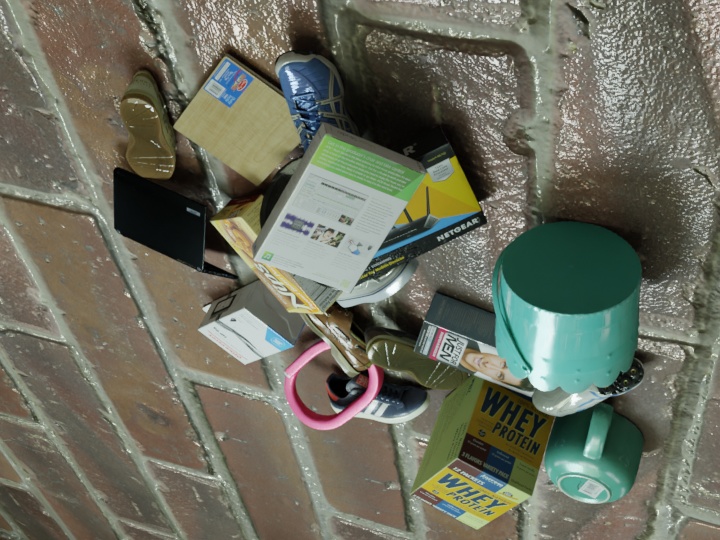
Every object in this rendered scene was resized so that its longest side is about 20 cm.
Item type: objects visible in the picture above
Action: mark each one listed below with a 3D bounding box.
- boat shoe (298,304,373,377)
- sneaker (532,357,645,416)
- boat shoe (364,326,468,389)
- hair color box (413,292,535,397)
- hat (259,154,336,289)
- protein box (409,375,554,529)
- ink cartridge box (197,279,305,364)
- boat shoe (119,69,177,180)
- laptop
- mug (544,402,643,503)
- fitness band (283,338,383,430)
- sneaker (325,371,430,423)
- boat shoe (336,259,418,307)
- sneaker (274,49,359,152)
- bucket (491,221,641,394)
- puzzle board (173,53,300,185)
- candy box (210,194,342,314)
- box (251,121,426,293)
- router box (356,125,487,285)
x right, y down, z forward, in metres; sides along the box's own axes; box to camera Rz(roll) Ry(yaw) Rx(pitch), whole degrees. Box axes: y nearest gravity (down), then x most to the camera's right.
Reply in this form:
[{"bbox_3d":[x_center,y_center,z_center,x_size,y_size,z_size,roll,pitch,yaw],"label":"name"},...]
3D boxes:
[{"bbox_3d":[-0.041,0.082,1.772,0.068,0.072,0.200,-32,112,16],"label":"boat shoe"},{"bbox_3d":[0.356,0.174,1.652,0.072,0.072,0.200,7,156,-42],"label":"sneaker"},{"bbox_3d":[0.091,0.137,1.758,0.201,0.066,0.072,22,121,-30],"label":"boat shoe"},{"bbox_3d":[0.192,0.116,1.668,0.200,0.061,0.099,20,146,5],"label":"hair color box"},{"bbox_3d":[-0.037,-0.075,1.518,0.200,0.201,0.081,22,-170,4],"label":"hat"},{"bbox_3d":[0.205,0.288,1.770,0.135,0.199,0.200,28,146,-6],"label":"protein box"},{"bbox_3d":[-0.201,0.098,1.883,0.116,0.068,0.200,40,144,-21],"label":"ink cartridge box"},{"bbox_3d":[-0.302,-0.203,1.550,0.073,0.063,0.200,7,149,-2],"label":"boat shoe"},{"bbox_3d":[-0.290,-0.071,1.703,0.177,0.103,0.200,24,-178,20],"label":"laptop"},{"bbox_3d":[0.373,0.303,1.761,0.152,0.114,0.185,-9,134,40],"label":"mug"},{"bbox_3d":[-0.050,0.195,1.873,0.200,0.037,0.144,-41,90,28],"label":"fitness band"},{"bbox_3d":[0.024,0.216,1.903,0.200,0.075,0.085,-4,128,28],"label":"sneaker"},{"bbox_3d":[0.002,-0.003,1.622,0.086,0.075,0.202,42,152,-19],"label":"boat shoe"},{"bbox_3d":[-0.049,-0.196,1.361,0.076,0.077,0.200,-14,137,19],"label":"sneaker"},{"bbox_3d":[0.270,0.042,1.397,0.207,0.207,0.135,12,135,19],"label":"bucket"},{"bbox_3d":[-0.160,-0.206,1.487,0.151,0.017,0.200,35,145,-13],"label":"puzzle board"},{"bbox_3d":[-0.128,-0.022,1.634,0.200,0.055,0.115,50,157,-21],"label":"candy box"},{"bbox_3d":[-0.029,-0.074,1.339,0.144,0.036,0.200,20,120,-24],"label":"box"},{"bbox_3d":[0.047,-0.082,1.405,0.200,0.051,0.149,-26,130,7],"label":"router box"}]
